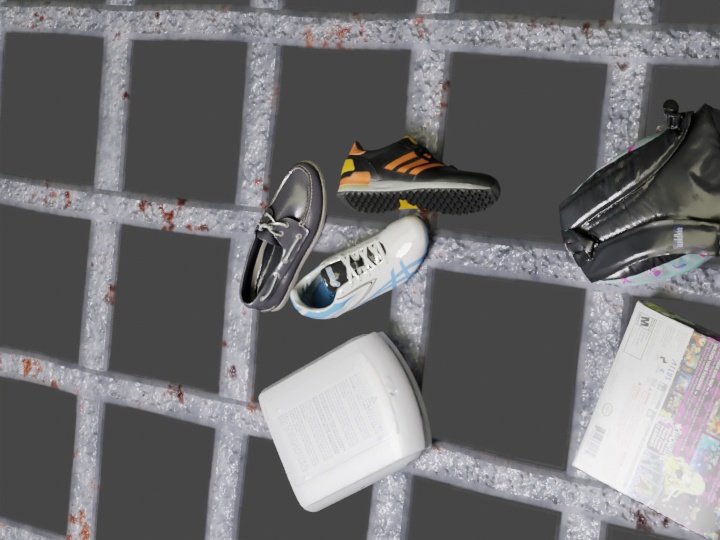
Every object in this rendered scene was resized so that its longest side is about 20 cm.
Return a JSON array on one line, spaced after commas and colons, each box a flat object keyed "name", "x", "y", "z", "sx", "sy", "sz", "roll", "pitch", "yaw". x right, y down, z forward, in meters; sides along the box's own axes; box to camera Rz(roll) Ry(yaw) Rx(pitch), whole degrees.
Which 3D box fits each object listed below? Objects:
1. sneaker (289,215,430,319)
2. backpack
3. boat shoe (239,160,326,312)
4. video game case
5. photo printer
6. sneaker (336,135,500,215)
[{"name": "sneaker", "x": 0.000, "y": 0.000, "z": 1.598, "sx": 0.199, "sy": 0.072, "sz": 0.072, "roll": -34, "pitch": 73, "yaw": 26}, {"name": "backpack", "x": 0.310, "y": -0.058, "z": 1.376, "sx": 0.199, "sy": 0.126, "sz": 0.169, "roll": -30, "pitch": 65, "yaw": 29}, {"name": "boat shoe", "x": -0.099, "y": -0.041, "z": 1.662, "sx": 0.072, "sy": 0.062, "sz": 0.202, "roll": 27, "pitch": 105, "yaw": 28}, {"name": "video game case", "x": 0.341, "y": 0.159, "z": 1.414, "sx": 0.180, "sy": 0.036, "sz": 0.202, "roll": 26, "pitch": 105, "yaw": 28}, {"name": "photo printer", "x": -0.013, "y": 0.178, "z": 1.611, "sx": 0.199, "sy": 0.069, "sz": 0.168, "roll": -31, "pitch": 75, "yaw": 28}, {"name": "sneaker", "x": 0.069, "y": -0.119, "z": 1.555, "sx": 0.198, "sy": 0.070, "sz": 0.091, "roll": 1, "pitch": 69, "yaw": 22}]
